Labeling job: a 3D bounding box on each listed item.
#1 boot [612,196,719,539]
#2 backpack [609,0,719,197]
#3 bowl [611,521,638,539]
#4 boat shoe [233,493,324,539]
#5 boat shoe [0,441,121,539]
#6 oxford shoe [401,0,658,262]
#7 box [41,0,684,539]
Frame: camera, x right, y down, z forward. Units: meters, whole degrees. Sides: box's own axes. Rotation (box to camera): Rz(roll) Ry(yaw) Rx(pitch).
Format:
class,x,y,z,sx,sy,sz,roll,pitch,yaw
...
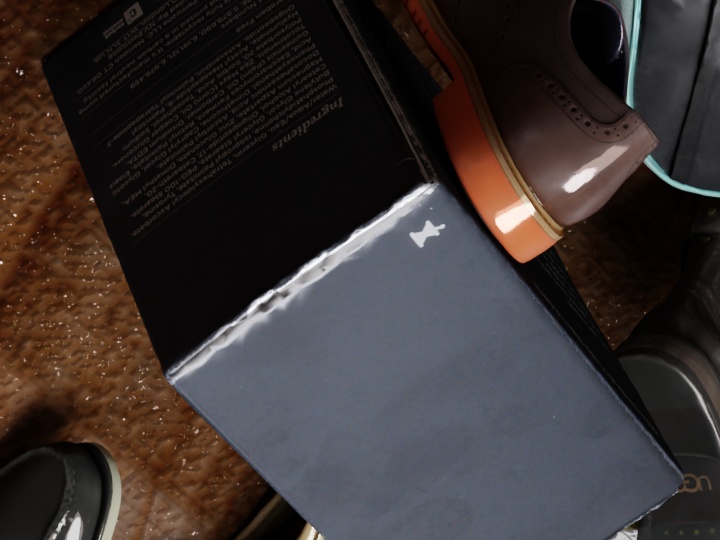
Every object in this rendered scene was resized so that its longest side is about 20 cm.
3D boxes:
class,x,y,z,sx,sy,sz,roll,pitch,yaw
boot,0.166,0.057,1.249,0.069,0.174,0.201,1,123,27
backpack,0.161,-0.134,1.107,0.175,0.153,0.201,-9,119,-14
bowl,0.088,0.163,1.347,0.200,0.094,0.202,-11,130,-14
boat shoe,-0.056,0.151,1.299,0.066,0.074,0.200,38,104,-26
boat shoe,-0.179,0.143,1.230,0.201,0.074,0.063,-44,138,19
oxford shoe,0.062,-0.086,1.068,0.072,0.201,0.071,-31,131,14
box,0.000,0.000,1.114,0.124,0.197,0.200,-36,131,7
